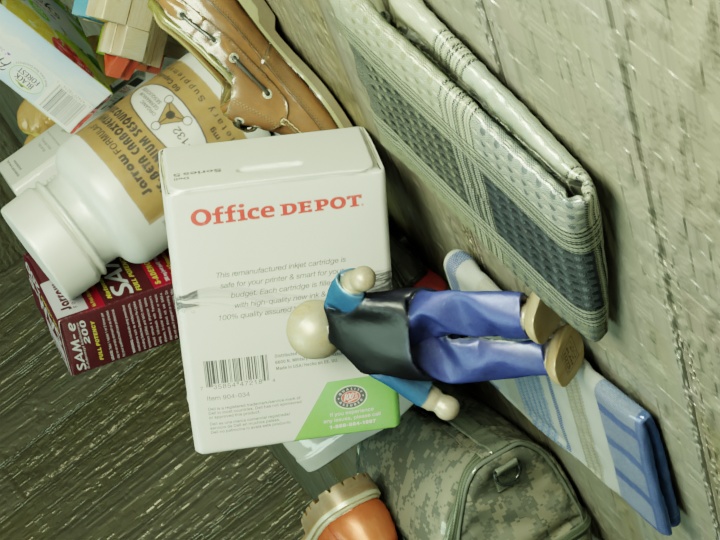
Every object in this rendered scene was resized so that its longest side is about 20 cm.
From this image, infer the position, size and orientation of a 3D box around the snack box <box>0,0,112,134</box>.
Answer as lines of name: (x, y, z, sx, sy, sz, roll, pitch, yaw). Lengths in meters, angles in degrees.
snack box: (-0.289, -0.207, 1.417, 0.200, 0.053, 0.142, 40, -169, -38)

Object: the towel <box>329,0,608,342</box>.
towel: (0.067, -0.064, 1.023, 0.200, 0.035, 0.193, 45, 171, 24)

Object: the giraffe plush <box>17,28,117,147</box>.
giraffe plush: (-0.196, -0.115, 1.694, 0.162, 0.173, 0.200, 42, 176, 15)

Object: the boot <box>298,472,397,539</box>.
boot: (-0.007, 0.251, 1.510, 0.107, 0.075, 0.200, 57, 158, 18)

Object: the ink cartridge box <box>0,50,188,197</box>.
ink cartridge box: (-0.184, -0.083, 1.583, 0.147, 0.200, 0.083, 58, 172, -26)

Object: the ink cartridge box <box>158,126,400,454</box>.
ink cartridge box: (-0.054, 0.012, 1.264, 0.084, 0.145, 0.200, -109, 14, -62)

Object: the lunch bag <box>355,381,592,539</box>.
lunch bag: (0.084, 0.177, 1.500, 0.200, 0.139, 0.168, 34, 143, 58)

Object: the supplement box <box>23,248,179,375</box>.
supplement box: (-0.161, 0.003, 1.508, 0.109, 0.200, 0.061, -128, 23, -49)

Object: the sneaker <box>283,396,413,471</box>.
sneaker: (-0.007, 0.085, 1.454, 0.085, 0.200, 0.073, 46, -145, -8)

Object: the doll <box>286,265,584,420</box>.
doll: (0.037, 0.044, 1.165, 0.200, 0.048, 0.137, 1, 136, 33)

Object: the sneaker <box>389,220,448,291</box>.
sneaker: (0.000, 0.000, 1.410, 0.098, 0.071, 0.200, 54, 168, -10)

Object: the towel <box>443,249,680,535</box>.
towel: (0.133, 0.078, 1.222, 0.200, 0.024, 0.147, 42, 163, 39)

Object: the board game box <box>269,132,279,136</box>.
board game box: (-0.080, -0.142, 1.417, 0.200, 0.023, 0.105, 55, 168, -18)

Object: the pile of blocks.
pile of blocks: (-0.190, -0.181, 1.440, 0.082, 0.062, 0.200, 14, -177, 6)

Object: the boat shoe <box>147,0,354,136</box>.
boat shoe: (-0.070, -0.126, 1.289, 0.200, 0.068, 0.072, 52, 169, -8)

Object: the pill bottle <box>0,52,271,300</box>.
pill bottle: (-0.173, -0.071, 1.441, 0.114, 0.200, 0.114, 50, 170, 13)
